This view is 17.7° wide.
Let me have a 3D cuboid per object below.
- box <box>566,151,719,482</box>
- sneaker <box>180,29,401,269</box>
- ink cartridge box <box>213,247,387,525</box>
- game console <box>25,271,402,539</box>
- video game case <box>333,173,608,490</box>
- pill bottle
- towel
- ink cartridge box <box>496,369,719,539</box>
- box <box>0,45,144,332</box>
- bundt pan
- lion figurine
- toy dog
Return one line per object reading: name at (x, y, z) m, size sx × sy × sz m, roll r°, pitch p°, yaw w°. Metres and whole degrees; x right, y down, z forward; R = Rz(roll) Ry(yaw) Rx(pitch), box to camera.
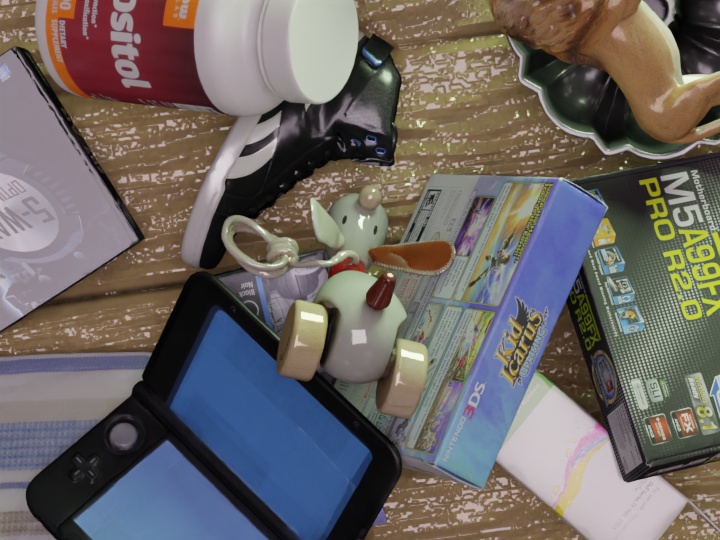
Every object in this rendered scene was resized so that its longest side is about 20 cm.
box at (0.222, 0.026, 1.539) m, size 0.159 × 0.044 × 0.202 m, roll -10°, pitch 74°, yaw -19°
sneaker at (-0.037, -0.075, 1.586) m, size 0.111 × 0.073 × 0.201 m, roll 26°, pitch 92°, yaw 1°
ink cartridge box at (-0.048, 0.093, 1.614) m, size 0.099 × 0.039 × 0.202 m, roll -14°, pitch 93°, yaw 0°
game console at (-0.100, 0.136, 1.501) m, size 0.176 × 0.117 × 0.200 m, roll -40°, pitch 67°, yaw -21°
video game case at (0.063, 0.035, 1.521) m, size 0.045 × 0.181 × 0.201 m, roll 28°, pitch 81°, yaw -23°
pill bottle at (-0.107, -0.162, 1.525) m, size 0.199 × 0.113 × 0.114 m, roll 8°, pitch 94°, yaw 31°
towel at (-0.208, 0.146, 1.577) m, size 0.145 × 0.024 × 0.201 m, roll -3°, pitch 60°, yaw 1°
ink cartridge box at (0.152, 0.138, 1.574) m, size 0.200 × 0.117 × 0.067 m, roll 40°, pitch 91°, yaw -1°
box at (-0.275, -0.035, 1.606) m, size 0.199 × 0.044 × 0.161 m, roll -32°, pitch 92°, yaw 2°
bundt pan at (0.195, -0.177, 1.577) m, size 0.200 × 0.076 × 0.204 m, roll 0°, pitch 94°, yaw 1°
lion figurine at (0.183, -0.142, 1.508) m, size 0.122 × 0.072 × 0.200 m, roll -39°, pitch 96°, yaw 9°
toy dog at (0.000, 0.000, 1.493) m, size 0.131 × 0.201 × 0.097 m, roll 5°, pitch 129°, yaw -29°
